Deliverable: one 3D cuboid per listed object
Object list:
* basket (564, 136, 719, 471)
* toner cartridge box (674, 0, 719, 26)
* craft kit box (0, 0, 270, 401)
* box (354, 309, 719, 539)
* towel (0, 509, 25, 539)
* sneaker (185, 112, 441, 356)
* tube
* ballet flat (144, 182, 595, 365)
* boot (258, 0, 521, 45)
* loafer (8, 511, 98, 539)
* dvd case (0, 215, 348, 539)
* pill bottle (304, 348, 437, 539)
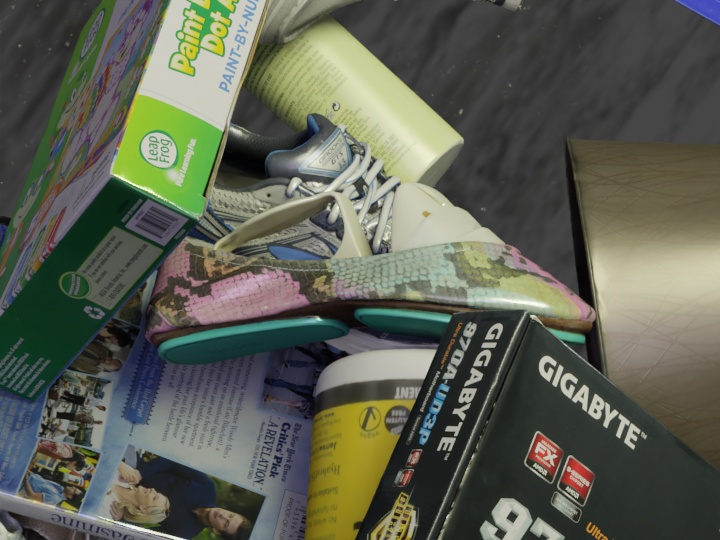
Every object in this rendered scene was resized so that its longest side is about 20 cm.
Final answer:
[{"bbox_3d":[0.200,0.018,0.946,0.200,0.136,0.180,-7,84,4],"label":"basket"},{"bbox_3d":[0.213,-0.129,0.937,0.200,0.043,0.095,25,101,-25],"label":"toner cartridge box"},{"bbox_3d":[-0.097,-0.068,0.921,0.049,0.200,0.198,27,55,-15],"label":"craft kit box"},{"bbox_3d":[0.082,0.133,0.834,0.200,0.046,0.159,39,65,-32],"label":"box"},{"bbox_3d":[-0.258,0.139,1.002,0.171,0.048,0.200,45,111,23],"label":"towel"},{"bbox_3d":[-0.013,-0.021,0.969,0.200,0.077,0.085,18,129,20],"label":"sneaker"},{"bbox_3d":[-0.039,-0.110,1.023,0.200,0.052,0.058,42,87,8],"label":"tube"},{"bbox_3d":[0.000,0.000,0.908,0.200,0.069,0.071,-3,77,22],"label":"ballet flat"},{"bbox_3d":[0.035,-0.151,0.983,0.096,0.074,0.200,43,71,4],"label":"boot"},{"bbox_3d":[-0.157,0.109,1.016,0.076,0.068,0.200,0,86,8],"label":"loafer"},{"bbox_3d":[-0.091,0.060,0.980,0.200,0.018,0.143,16,54,-4],"label":"dvd case"},{"bbox_3d":[0.030,0.141,0.899,0.111,0.111,0.200,1,74,8],"label":"pill bottle"}]
